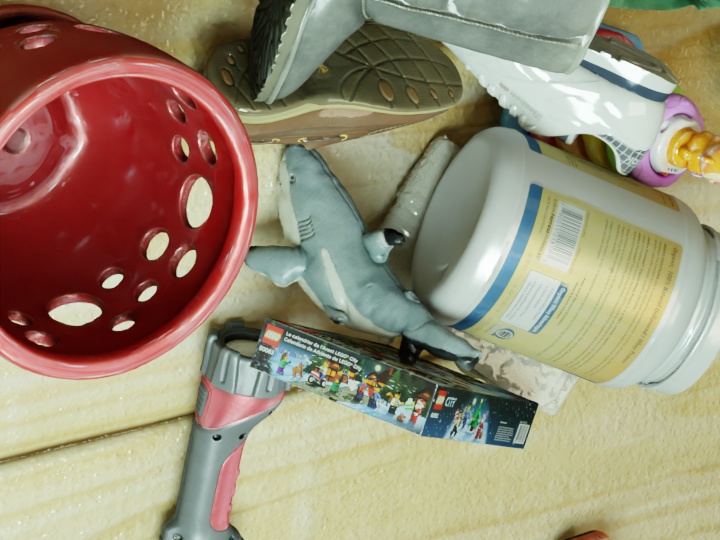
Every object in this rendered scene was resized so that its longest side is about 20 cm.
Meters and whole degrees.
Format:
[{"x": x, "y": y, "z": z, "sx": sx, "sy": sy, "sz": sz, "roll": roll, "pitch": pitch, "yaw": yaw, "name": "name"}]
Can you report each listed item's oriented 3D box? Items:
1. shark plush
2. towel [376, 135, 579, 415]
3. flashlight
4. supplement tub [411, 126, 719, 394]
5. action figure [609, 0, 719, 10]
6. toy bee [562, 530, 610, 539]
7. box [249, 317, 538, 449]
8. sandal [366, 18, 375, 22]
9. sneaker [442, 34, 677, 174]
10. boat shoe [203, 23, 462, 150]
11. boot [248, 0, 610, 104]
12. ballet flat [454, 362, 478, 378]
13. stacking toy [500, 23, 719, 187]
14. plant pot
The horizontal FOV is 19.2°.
[{"x": 0.000, "y": 0.000, "z": 1.444, "sx": 0.091, "sy": 0.200, "sz": 0.084, "roll": 0, "pitch": 129, "yaw": -41, "name": "shark plush"}, {"x": 0.098, "y": 0.006, "z": 1.574, "sx": 0.200, "sy": 0.034, "sz": 0.133, "roll": 36, "pitch": 84, "yaw": -16, "name": "towel"}, {"x": -0.095, "y": 0.139, "z": 1.529, "sx": 0.068, "sy": 0.067, "sz": 0.201, "roll": -31, "pitch": 136, "yaw": -59, "name": "flashlight"}, {"x": 0.151, "y": -0.003, "z": 1.495, "sx": 0.199, "sy": 0.145, "sz": 0.145, "roll": 21, "pitch": 100, "yaw": -16, "name": "supplement tub"}, {"x": 0.271, "y": -0.221, "z": 1.526, "sx": 0.199, "sy": 0.055, "sz": 0.119, "roll": 12, "pitch": 109, "yaw": -32, "name": "action figure"}, {"x": 0.181, "y": 0.321, "z": 1.807, "sx": 0.130, "sy": 0.109, "sz": 0.201, "roll": 11, "pitch": 81, "yaw": -30, "name": "toy bee"}, {"x": 0.028, "y": 0.081, "z": 1.490, "sx": 0.200, "sy": 0.136, "sz": 0.038, "roll": 16, "pitch": 94, "yaw": -65, "name": "box"}, {"x": -0.038, "y": -0.205, "z": 1.400, "sx": 0.199, "sy": 0.080, "sz": 0.054, "roll": 14, "pitch": 82, "yaw": -35, "name": "sandal"}, {"x": 0.116, "y": -0.138, "z": 1.473, "sx": 0.081, "sy": 0.199, "sz": 0.076, "roll": -68, "pitch": 170, "yaw": 22, "name": "sneaker"}, {"x": -0.025, "y": -0.121, "z": 1.452, "sx": 0.199, "sy": 0.072, "sz": 0.068, "roll": -6, "pitch": 154, "yaw": -30, "name": "boat shoe"}, {"x": 0.042, "y": -0.158, "z": 1.347, "sx": 0.199, "sy": 0.073, "sz": 0.182, "roll": 7, "pitch": 142, "yaw": -22, "name": "boot"}, {"x": 0.143, "y": 0.000, "z": 1.628, "sx": 0.200, "sy": 0.067, "sz": 0.064, "roll": -43, "pitch": 123, "yaw": -10, "name": "ballet flat"}, {"x": 0.207, "y": -0.102, "z": 1.532, "sx": 0.116, "sy": 0.200, "sz": 0.110, "roll": 11, "pitch": 105, "yaw": -42, "name": "stacking toy"}, {"x": -0.188, "y": -0.060, "z": 1.282, "sx": 0.200, "sy": 0.182, "sz": 0.201, "roll": -16, "pitch": 122, "yaw": -28, "name": "plant pot"}]
